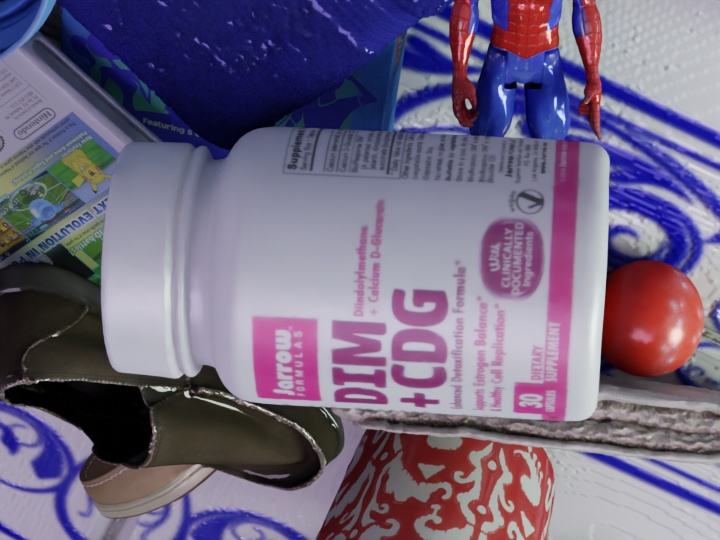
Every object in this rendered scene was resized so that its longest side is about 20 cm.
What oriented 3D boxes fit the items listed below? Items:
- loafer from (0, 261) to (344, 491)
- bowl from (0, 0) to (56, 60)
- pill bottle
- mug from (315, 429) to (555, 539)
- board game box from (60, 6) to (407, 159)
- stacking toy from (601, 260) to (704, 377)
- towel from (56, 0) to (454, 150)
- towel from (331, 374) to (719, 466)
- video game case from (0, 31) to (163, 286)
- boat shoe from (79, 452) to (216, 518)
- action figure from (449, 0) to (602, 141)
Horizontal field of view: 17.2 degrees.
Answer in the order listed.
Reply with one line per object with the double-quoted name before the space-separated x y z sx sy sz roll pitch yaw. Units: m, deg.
"loafer" -0.097 0.067 1.113 0.199 0.072 0.073 24 139 -26
"bowl" -0.194 -0.170 0.935 0.199 0.039 0.202 20 135 21
"pill bottle" 0.000 0.000 0.972 0.198 0.114 0.114 3 136 5
"mug" 0.010 0.172 1.190 0.177 0.201 0.134 -23 118 32
"board game box" -0.051 -0.131 1.021 0.151 0.045 0.201 14 136 6
"stacking toy" 0.061 0.011 1.112 0.198 0.086 0.086 11 138 0
"towel" -0.035 -0.144 0.940 0.148 0.050 0.200 44 132 -15
"towel" 0.092 0.064 1.130 0.198 0.132 0.035 5 92 11
"video game case" -0.179 -0.032 1.098 0.199 0.022 0.182 -30 119 36
"boat shoe" -0.082 0.059 1.217 0.200 0.074 0.066 -35 113 31
"action figure" 0.069 -0.081 1.007 0.065 0.052 0.201 1 120 1
